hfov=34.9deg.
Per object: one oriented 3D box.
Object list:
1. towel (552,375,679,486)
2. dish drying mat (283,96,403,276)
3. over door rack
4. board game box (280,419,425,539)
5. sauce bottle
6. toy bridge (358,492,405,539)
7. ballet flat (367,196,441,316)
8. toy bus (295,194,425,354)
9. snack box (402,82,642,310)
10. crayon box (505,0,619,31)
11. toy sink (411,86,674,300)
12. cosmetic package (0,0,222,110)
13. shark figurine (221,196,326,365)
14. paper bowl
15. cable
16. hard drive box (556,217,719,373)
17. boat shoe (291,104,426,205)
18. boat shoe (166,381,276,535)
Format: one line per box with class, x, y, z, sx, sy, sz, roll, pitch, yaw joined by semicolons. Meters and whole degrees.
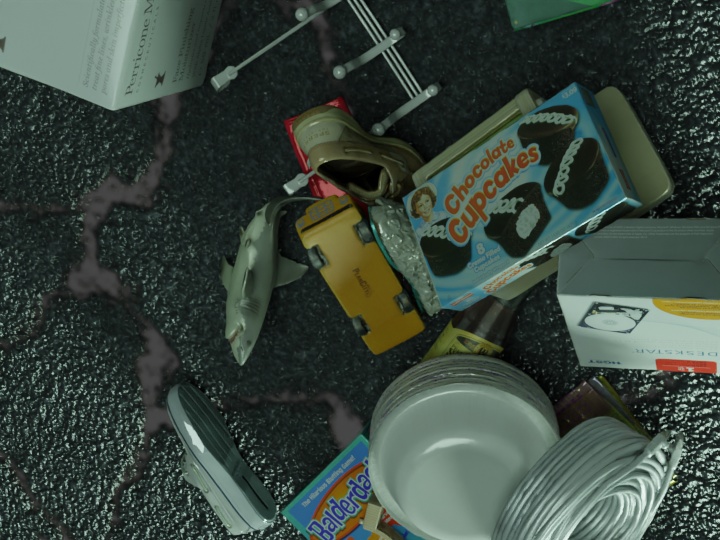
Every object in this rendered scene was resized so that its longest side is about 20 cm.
towel;0.226;0.218;1.229;0.144;0.023;0.200;47;115;0
dish drying mat;-0.012;-0.079;1.219;0.076;0.018;0.201;-20;98;18
over door rack;-0.038;-0.184;1.154;0.199;0.067;0.148;-33;93;13
board game box;0.030;0.292;1.304;0.200;0.045;0.152;44;114;2
sauce bottle;0.117;0.072;1.197;0.066;0.066;0.201;34;115;6
toy bridge;0.091;0.304;1.248;0.199;0.027;0.068;16;110;12
ballet flat;0.063;-0.021;1.141;0.071;0.200;0.072;-7;63;15
toy bus;0.000;0.000;1.152;0.065;0.078;0.200;-27;132;5
snack box;0.136;-0.061;1.008;0.200;0.037;0.117;-33;64;31
crayon box;0.176;-0.336;1.056;0.118;0.058;0.201;-12;102;22
toy sink;0.169;-0.083;1.080;0.200;0.112;0.131;-34;64;25
cosmetic package;-0.250;-0.275;1.141;0.164;0.200;0.166;22;112;11
shark figurine;-0.090;-0.017;1.233;0.089;0.128;0.215;8;124;-22
paper bowl;0.106;0.194;1.166;0.199;0.105;0.202;2;117;4
cable;0.214;0.238;1.124;0.069;0.199;0.201;43;139;40
hard drive box;0.272;0.026;1.058;0.155;0.200;0.077;1;68;19
boat shoe;0.007;-0.094;1.118;0.071;0.200;0.065;-32;59;27
boat shoe;-0.179;0.228;1.339;0.067;0.074;0.201;-29;96;21
